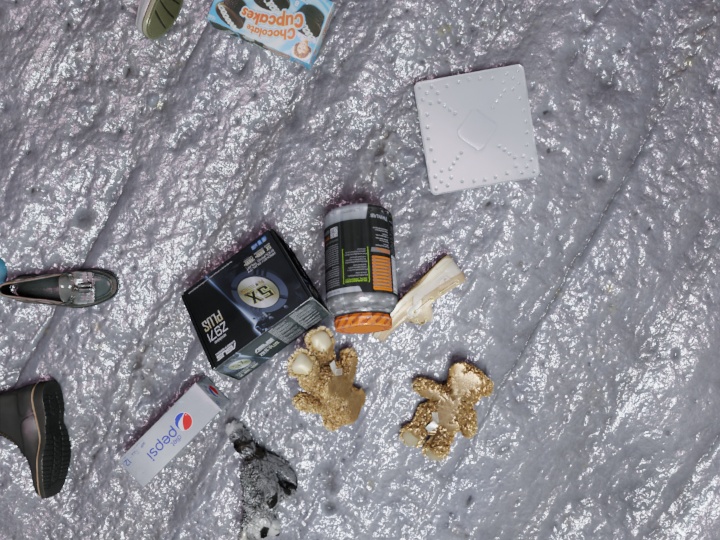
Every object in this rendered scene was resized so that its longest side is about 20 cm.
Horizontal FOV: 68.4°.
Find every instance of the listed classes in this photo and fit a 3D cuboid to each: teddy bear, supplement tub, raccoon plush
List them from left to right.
[{"bbox_3d":[-0.202,0.390,0.968,0.134,0.096,0.200,-49,61,15],"label":"raccoon plush"},{"bbox_3d":[-0.062,0.186,0.912,0.066,0.200,0.146,4,62,35],"label":"teddy bear"},{"bbox_3d":[0.000,0.000,0.893,0.121,0.123,0.202,-2,75,0],"label":"supplement tub"},{"bbox_3d":[0.153,0.252,0.959,0.144,0.067,0.202,17,98,9],"label":"teddy bear"}]

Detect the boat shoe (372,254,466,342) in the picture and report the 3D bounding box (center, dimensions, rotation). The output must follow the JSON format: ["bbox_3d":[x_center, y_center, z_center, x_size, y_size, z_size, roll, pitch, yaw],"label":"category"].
[{"bbox_3d":[0.107,0.062,0.941,0.200,0.074,0.069,-45,85,1],"label":"boat shoe"}]

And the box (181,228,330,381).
[{"bbox_3d":[-0.180,0.058,0.903,0.199,0.086,0.164,-35,61,2],"label":"box"}]

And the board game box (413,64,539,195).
[{"bbox_3d":[0.207,-0.251,0.954,0.198,0.026,0.202,-10,91,0],"label":"board game box"}]

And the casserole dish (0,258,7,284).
[{"bbox_3d":[-0.733,0.041,0.964,0.120,0.039,0.201,28,91,-1],"label":"casserole dish"}]

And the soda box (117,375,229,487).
[{"bbox_3d":[-0.334,0.288,0.956,0.068,0.063,0.200,44,91,0],"label":"soda box"}]

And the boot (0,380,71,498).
[{"bbox_3d":[-0.613,0.310,0.961,0.137,0.077,0.202,-8,79,5],"label":"boot"}]

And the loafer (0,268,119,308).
[{"bbox_3d":[-0.540,0.035,0.949,0.197,0.063,0.073,-3,92,1],"label":"loafer"}]

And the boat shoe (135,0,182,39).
[{"bbox_3d":[-0.352,-0.505,0.930,0.068,0.075,0.202,21,85,6],"label":"boat shoe"}]

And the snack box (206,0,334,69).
[{"bbox_3d":[-0.158,-0.455,0.943,0.198,0.037,0.117,23,92,-1],"label":"snack box"}]
